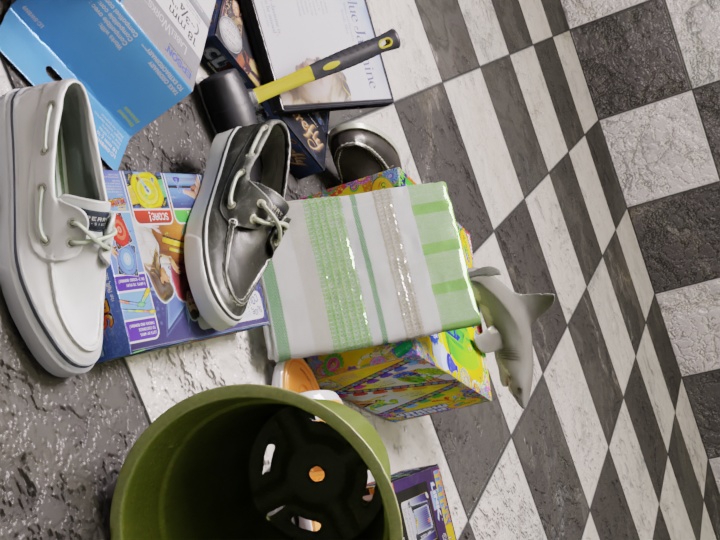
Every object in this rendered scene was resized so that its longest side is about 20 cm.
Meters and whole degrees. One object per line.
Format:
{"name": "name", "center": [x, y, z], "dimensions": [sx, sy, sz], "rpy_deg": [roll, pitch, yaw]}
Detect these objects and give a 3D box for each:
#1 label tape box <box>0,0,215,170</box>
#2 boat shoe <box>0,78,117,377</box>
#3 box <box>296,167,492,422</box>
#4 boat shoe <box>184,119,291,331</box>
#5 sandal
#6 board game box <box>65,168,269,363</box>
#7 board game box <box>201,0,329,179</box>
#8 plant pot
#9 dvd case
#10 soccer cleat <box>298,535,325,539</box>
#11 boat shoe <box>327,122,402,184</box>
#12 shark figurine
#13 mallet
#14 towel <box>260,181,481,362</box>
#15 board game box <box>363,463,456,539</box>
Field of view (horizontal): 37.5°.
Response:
{"name": "label tape box", "center": [-0.190, -0.200, 0.833], "dimensions": [0.144, 0.063, 0.200], "rpy_deg": [51, 32, -40]}
{"name": "boat shoe", "center": [-0.198, -0.032, 0.704], "dimensions": [0.074, 0.067, 0.201], "rpy_deg": [-6, 81, -65]}
{"name": "box", "center": [0.036, 0.033, 1.107], "dimensions": [0.193, 0.122, 0.201], "rpy_deg": [35, 45, -56]}
{"name": "boat shoe", "center": [-0.093, -0.045, 0.855], "dimensions": [0.071, 0.064, 0.200], "rpy_deg": [48, 35, -45]}
{"name": "sandal", "center": [-0.025, 0.172, 0.958], "dimensions": [0.079, 0.059, 0.207], "rpy_deg": [5, 70, -65]}
{"name": "board game box", "center": [-0.148, -0.008, 0.834], "dimensions": [0.200, 0.034, 0.136], "rpy_deg": [-6, 82, -66]}
{"name": "board game box", "center": [-0.095, -0.208, 1.078], "dimensions": [0.200, 0.035, 0.136], "rpy_deg": [49, 34, -43]}
{"name": "plant pot", "center": [-0.053, 0.171, 0.782], "dimensions": [0.190, 0.199, 0.201], "rpy_deg": [-9, 83, -79]}
{"name": "dvd case", "center": [-0.042, -0.234, 1.093], "dimensions": [0.200, 0.018, 0.143], "rpy_deg": [-17, 90, -54]}
{"name": "soccer cleat", "center": [-0.038, 0.312, 0.842], "dimensions": [0.076, 0.067, 0.201], "rpy_deg": [23, 57, -54]}
{"name": "boat shoe", "center": [0.018, -0.093, 1.188], "dimensions": [0.201, 0.072, 0.061], "rpy_deg": [52, 32, -58]}
{"name": "shark figurine", "center": [0.157, 0.034, 1.116], "dimensions": [0.215, 0.089, 0.128], "rpy_deg": [56, 27, -43]}
{"name": "mallet", "center": [-0.057, -0.192, 0.995], "dimensions": [0.066, 0.200, 0.041], "rpy_deg": [62, -13, -17]}
{"name": "towel", "center": [0.000, 0.000, 0.979], "dimensions": [0.031, 0.199, 0.150], "rpy_deg": [120, -40, -70]}
{"name": "board game box", "center": [0.049, 0.302, 1.042], "dimensions": [0.165, 0.057, 0.201], "rpy_deg": [8, 68, -66]}
